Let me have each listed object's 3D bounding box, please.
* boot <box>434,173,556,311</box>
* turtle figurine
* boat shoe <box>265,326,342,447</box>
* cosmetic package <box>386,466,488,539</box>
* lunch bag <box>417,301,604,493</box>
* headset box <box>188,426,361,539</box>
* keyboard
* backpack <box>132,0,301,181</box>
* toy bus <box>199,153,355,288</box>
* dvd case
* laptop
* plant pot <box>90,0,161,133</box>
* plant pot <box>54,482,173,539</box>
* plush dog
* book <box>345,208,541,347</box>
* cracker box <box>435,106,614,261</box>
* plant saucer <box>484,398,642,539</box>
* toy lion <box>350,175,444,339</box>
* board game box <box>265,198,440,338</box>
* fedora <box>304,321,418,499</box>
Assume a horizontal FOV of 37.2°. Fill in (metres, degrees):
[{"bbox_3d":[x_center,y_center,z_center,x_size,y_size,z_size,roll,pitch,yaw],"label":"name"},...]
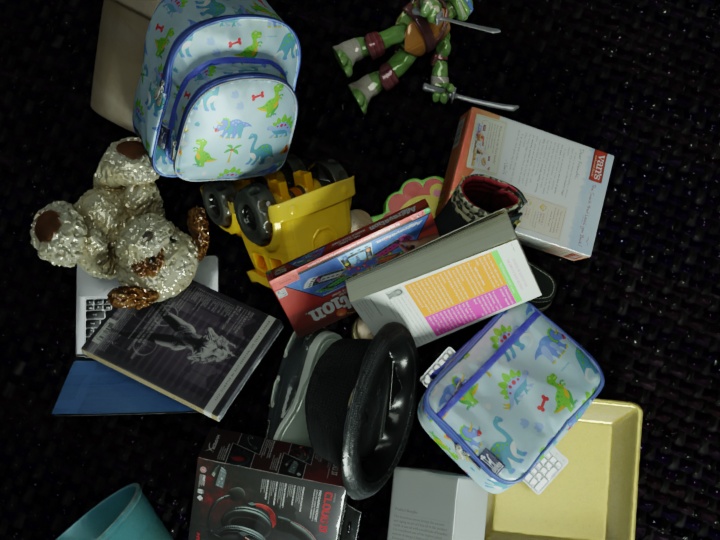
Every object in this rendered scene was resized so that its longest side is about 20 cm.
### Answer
[{"bbox_3d":[0.168,-0.027,1.270,0.201,0.154,0.074,21,55,-11],"label":"boot"},{"bbox_3d":[0.077,-0.267,1.342,0.192,0.144,0.202,-28,79,1],"label":"turtle figurine"},{"bbox_3d":[-0.080,0.162,1.328,0.060,0.075,0.202,25,93,42],"label":"boat shoe"},{"bbox_3d":[0.087,0.342,1.274,0.100,0.071,0.203,0,81,41],"label":"cosmetic package"},{"bbox_3d":[0.173,0.146,1.258,0.200,0.083,0.161,-41,77,-19],"label":"lunch bag"},{"bbox_3d":[-0.098,0.285,1.274,0.197,0.075,0.151,11,112,2],"label":"headset box"},{"bbox_3d":[0.161,0.182,1.299,0.200,0.011,0.056,44,85,6],"label":"keyboard"},{"bbox_3d":[-0.154,-0.206,1.215,0.181,0.202,0.147,-7,39,-30],"label":"backpack"},{"bbox_3d":[-0.092,-0.034,1.314,0.135,0.199,0.195,-24,114,-31],"label":"toy bus"},{"bbox_3d":[-0.214,0.081,1.291,0.198,0.016,0.149,22,56,18],"label":"dvd case"},{"bbox_3d":[-0.272,0.075,1.312,0.184,0.116,0.204,-1,82,0],"label":"laptop"},{"bbox_3d":[-0.251,-0.260,1.333,0.198,0.200,0.175,26,99,4],"label":"plant pot"},{"bbox_3d":[-0.277,0.386,1.241,0.199,0.200,0.189,-39,98,-4],"label":"plant pot"},{"bbox_3d":[-0.277,-0.031,1.299,0.171,0.161,0.200,37,62,10],"label":"plush dog"},{"bbox_3d":[0.098,0.024,1.227,0.198,0.134,0.049,-23,49,9],"label":"book"},{"bbox_3d":[0.206,-0.106,1.342,0.197,0.058,0.136,18,81,-8],"label":"cracker box"},{"bbox_3d":[0.238,0.255,1.317,0.197,0.048,0.203,6,82,2],"label":"plant saucer"},{"bbox_3d":[0.069,-0.014,1.353,0.189,0.069,0.203,-10,83,-8],"label":"toy lion"},{"bbox_3d":[0.000,0.000,1.223,0.198,0.104,0.020,-25,44,1],"label":"board game box"},{"bbox_3d":[-0.006,0.152,1.219,0.090,0.200,0.204,12,82,26],"label":"fedora"}]
